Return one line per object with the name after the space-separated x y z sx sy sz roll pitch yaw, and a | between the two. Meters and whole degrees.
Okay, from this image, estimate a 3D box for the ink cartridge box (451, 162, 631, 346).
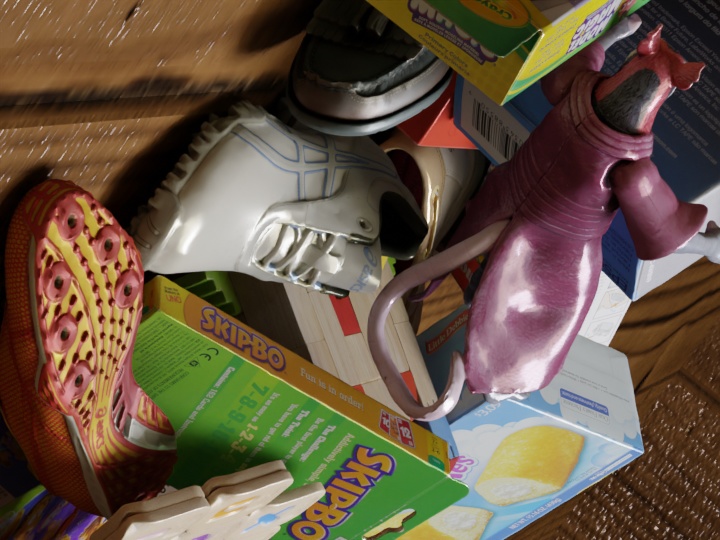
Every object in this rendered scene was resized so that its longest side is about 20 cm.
0.110 -0.019 1.635 0.109 0.050 0.200 -13 144 -31 | ink cartridge box

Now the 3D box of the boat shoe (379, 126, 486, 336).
0.000 0.000 1.637 0.069 0.074 0.200 -27 144 -57 | boat shoe

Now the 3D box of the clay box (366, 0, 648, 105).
0.061 -0.144 1.305 0.200 0.115 0.048 -36 161 -49 | clay box

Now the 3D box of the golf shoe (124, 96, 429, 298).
-0.031 -0.026 1.369 0.078 0.097 0.200 -55 166 28 | golf shoe

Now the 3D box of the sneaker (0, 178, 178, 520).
-0.131 0.036 1.263 0.073 0.077 0.200 -51 153 -34 | sneaker

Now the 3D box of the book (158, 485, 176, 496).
-0.104 0.139 1.718 0.200 0.048 0.134 -53 166 3 | book

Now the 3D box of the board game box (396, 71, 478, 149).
0.111 -0.152 1.557 0.153 0.040 0.200 -1 130 -54 | board game box

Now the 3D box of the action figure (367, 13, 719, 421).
0.087 -0.043 1.371 0.149 0.134 0.200 -13 147 -36 | action figure

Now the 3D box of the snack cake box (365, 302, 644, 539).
0.043 0.100 1.646 0.115 0.067 0.200 21 137 -37 | snack cake box

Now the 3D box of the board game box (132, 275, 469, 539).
-0.049 0.075 1.383 0.095 0.200 0.030 -34 -143 33 | board game box

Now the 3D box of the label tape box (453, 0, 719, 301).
0.168 -0.093 1.513 0.200 0.143 0.066 -31 150 -25 | label tape box

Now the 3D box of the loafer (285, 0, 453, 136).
0.024 -0.130 1.367 0.200 0.072 0.063 -47 150 -50 | loafer

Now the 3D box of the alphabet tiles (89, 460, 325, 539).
-0.115 0.140 1.354 0.195 0.015 0.200 -16 162 -42 | alphabet tiles

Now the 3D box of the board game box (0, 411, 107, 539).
-0.163 0.116 1.423 0.135 0.045 0.200 -57 166 28 | board game box

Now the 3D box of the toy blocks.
-0.015 0.056 1.496 0.100 0.137 0.200 -22 176 20 | toy blocks

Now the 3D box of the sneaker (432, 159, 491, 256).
0.116 -0.050 1.710 0.115 0.076 0.200 -14 171 37 | sneaker
